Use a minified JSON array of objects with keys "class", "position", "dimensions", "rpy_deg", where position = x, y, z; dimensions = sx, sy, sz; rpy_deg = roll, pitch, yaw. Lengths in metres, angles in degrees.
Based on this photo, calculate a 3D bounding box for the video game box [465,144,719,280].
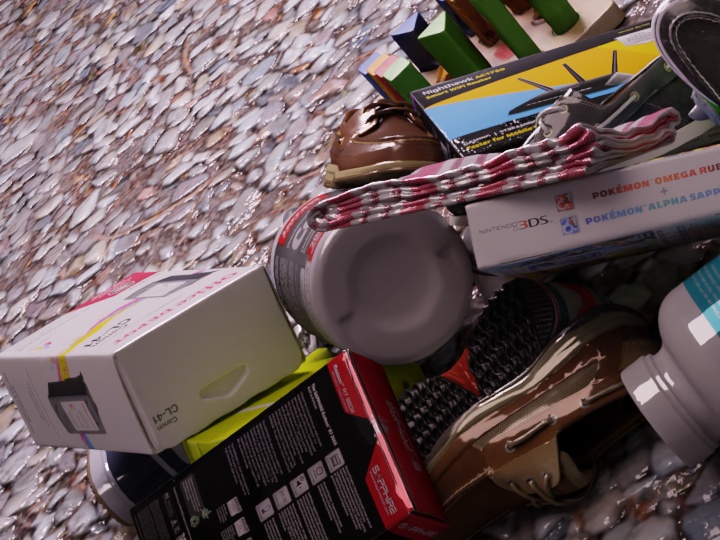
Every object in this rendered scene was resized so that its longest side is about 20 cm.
[{"class":"video game box","position":[0.168,-0.035,1.285],"dimensions":[0.182,0.047,0.200],"rpy_deg":[-15,-5,9]}]

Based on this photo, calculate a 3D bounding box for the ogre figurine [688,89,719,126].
[{"class":"ogre figurine","position":[0.282,-0.155,1.354],"dimensions":[0.120,0.200,0.098],"rpy_deg":[9,9,11]}]

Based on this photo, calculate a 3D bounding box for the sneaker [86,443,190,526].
[{"class":"sneaker","position":[-0.172,0.114,1.687],"dimensions":[0.108,0.070,0.200],"rpy_deg":[-41,31,10]}]

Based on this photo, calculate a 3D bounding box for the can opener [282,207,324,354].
[{"class":"can opener","position":[-0.032,0.015,1.676],"dimensions":[0.066,0.053,0.200],"rpy_deg":[-7,31,-5]}]

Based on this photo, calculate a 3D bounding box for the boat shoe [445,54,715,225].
[{"class":"boat shoe","position":[0.141,-0.086,1.399],"dimensions":[0.200,0.068,0.072],"rpy_deg":[-26,8,-10]}]

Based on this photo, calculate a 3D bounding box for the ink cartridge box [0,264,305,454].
[{"class":"ink cartridge box","position":[-0.158,0.065,1.543],"dimensions":[0.148,0.086,0.200],"rpy_deg":[-32,14,-31]}]

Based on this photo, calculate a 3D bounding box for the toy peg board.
[{"class":"toy peg board","position":[0.085,-0.199,1.758],"dimensions":[0.200,0.098,0.199],"rpy_deg":[-44,27,-2]}]

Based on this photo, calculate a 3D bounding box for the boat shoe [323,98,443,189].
[{"class":"boat shoe","position":[0.014,-0.093,1.524],"dimensions":[0.200,0.072,0.068],"rpy_deg":[-171,84,-77]}]

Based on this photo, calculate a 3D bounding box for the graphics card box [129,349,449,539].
[{"class":"graphics card box","position":[-0.049,0.158,1.330],"dimensions":[0.200,0.051,0.126],"rpy_deg":[-37,57,21]}]

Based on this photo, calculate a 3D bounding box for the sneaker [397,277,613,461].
[{"class":"sneaker","position":[0.097,0.079,1.385],"dimensions":[0.200,0.093,0.070],"rpy_deg":[-53,53,36]}]

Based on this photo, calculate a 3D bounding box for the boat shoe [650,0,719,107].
[{"class":"boat shoe","position":[0.261,-0.105,1.278],"dimensions":[0.074,0.199,0.068],"rpy_deg":[-53,-9,22]}]

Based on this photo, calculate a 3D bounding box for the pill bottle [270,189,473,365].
[{"class":"pill bottle","position":[0.000,0.000,1.481],"dimensions":[0.114,0.114,0.200],"rpy_deg":[-47,13,-6]}]

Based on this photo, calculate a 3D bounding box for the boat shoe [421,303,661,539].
[{"class":"boat shoe","position":[0.112,0.110,1.300],"dimensions":[0.200,0.076,0.074],"rpy_deg":[-47,51,14]}]

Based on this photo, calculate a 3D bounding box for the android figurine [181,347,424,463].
[{"class":"android figurine","position":[-0.046,0.102,1.482],"dimensions":[0.182,0.041,0.200],"rpy_deg":[-16,13,32]}]

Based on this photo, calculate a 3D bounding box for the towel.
[{"class":"towel","position":[0.082,-0.064,1.274],"dimensions":[0.200,0.030,0.146],"rpy_deg":[-12,4,30]}]

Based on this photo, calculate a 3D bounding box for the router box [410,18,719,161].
[{"class":"router box","position":[0.152,-0.114,1.509],"dimensions":[0.200,0.051,0.149],"rpy_deg":[-17,26,-7]}]

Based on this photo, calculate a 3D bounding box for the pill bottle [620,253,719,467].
[{"class":"pill bottle","position":[0.248,0.027,1.191],"dimensions":[0.200,0.111,0.111],"rpy_deg":[-37,27,10]}]

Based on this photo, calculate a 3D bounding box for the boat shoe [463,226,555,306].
[{"class":"boat shoe","position":[0.123,-0.032,1.493],"dimensions":[0.073,0.065,0.200],"rpy_deg":[3,29,28]}]
